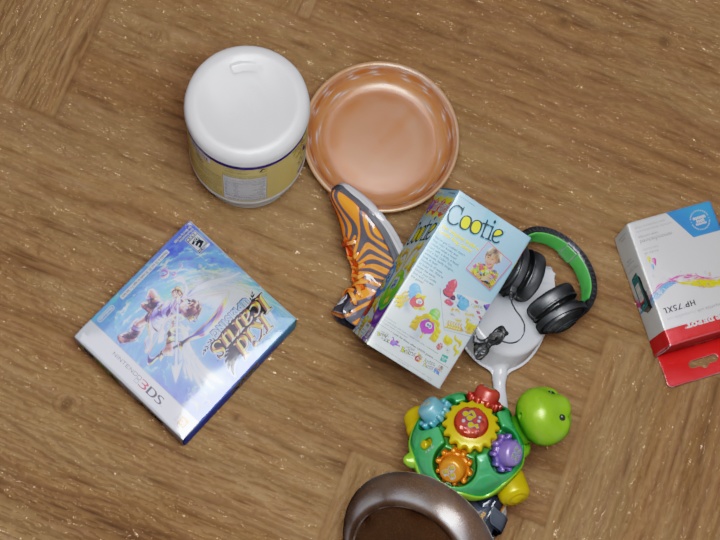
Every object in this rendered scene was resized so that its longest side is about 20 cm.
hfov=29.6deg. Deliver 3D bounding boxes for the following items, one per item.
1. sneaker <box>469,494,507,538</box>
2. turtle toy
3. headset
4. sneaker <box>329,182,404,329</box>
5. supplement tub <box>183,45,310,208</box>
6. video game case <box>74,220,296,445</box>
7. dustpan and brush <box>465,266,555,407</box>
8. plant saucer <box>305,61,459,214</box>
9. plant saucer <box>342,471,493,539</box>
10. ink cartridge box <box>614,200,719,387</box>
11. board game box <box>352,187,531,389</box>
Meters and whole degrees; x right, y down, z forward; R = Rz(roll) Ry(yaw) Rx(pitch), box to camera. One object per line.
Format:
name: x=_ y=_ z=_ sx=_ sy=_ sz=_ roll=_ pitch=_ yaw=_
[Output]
sneaker: x=0.133 y=0.294 z=1.578 sx=0.079 sy=0.079 sz=0.202 roll=4 pitch=73 yaw=2
turtle toy: x=0.143 y=0.187 z=1.538 sx=0.198 sy=0.101 sz=0.147 roll=-14 pitch=56 yaw=-11
headset: x=0.203 y=0.032 z=1.630 sx=0.123 sy=0.094 sz=0.200 roll=44 pitch=46 yaw=2
sneaker: x=0.000 y=0.000 z=1.634 sx=0.112 sy=0.078 sz=0.201 roll=-35 pitch=94 yaw=-11
supplement tub: x=-0.134 y=-0.163 z=1.619 sx=0.144 sy=0.200 sz=0.147 roll=1 pitch=75 yaw=-4
video game case: x=-0.207 y=0.073 z=1.630 sx=0.181 sy=0.045 sz=0.200 roll=42 pitch=75 yaw=6
dustpan and brush: x=0.172 y=0.094 z=1.656 sx=0.138 sy=0.057 sz=0.202 roll=5 pitch=67 yaw=-16
plant saucer: x=0.025 y=-0.164 z=1.717 sx=0.198 sy=0.037 sz=0.202 roll=1 pitch=74 yaw=-4
plant saucer: x=0.060 y=0.322 z=1.518 sx=0.200 sy=0.200 sz=0.032 roll=46 pitch=35 yaw=9
ink cartridge box: x=0.403 y=0.029 z=1.678 sx=0.115 sy=0.067 sz=0.202 roll=-16 pitch=77 yaw=-8
board game box: x=0.091 y=0.018 z=1.572 sx=0.104 sy=0.103 sz=0.201 roll=32 pitch=90 yaw=-11
